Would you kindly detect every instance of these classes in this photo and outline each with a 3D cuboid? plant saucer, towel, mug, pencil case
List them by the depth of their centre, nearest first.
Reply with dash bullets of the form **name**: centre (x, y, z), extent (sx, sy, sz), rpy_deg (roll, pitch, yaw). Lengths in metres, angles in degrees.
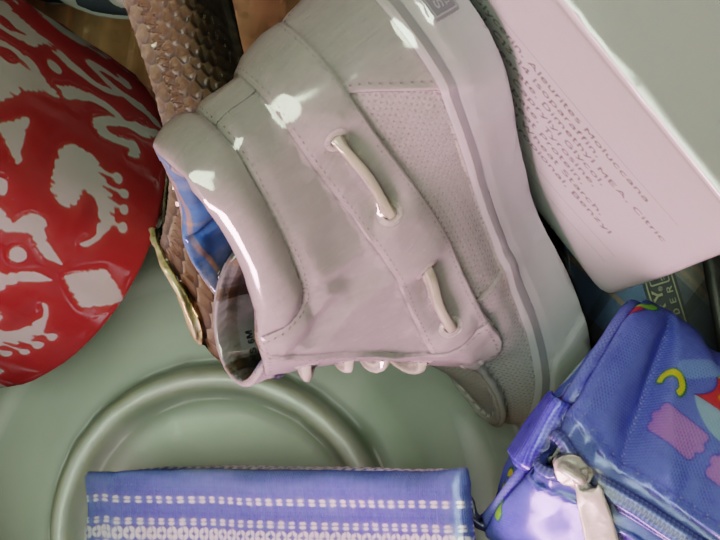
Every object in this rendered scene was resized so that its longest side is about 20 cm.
- **pencil case**: centre (0.124, 0.089, 0.768), extent (0.200, 0.087, 0.078), rpy_deg (36, 109, 14)
- **towel**: centre (-0.028, 0.155, 0.805), extent (0.144, 0.024, 0.202), rpy_deg (-3, 85, 40)
- **mug**: centre (-0.164, -0.066, 0.819), extent (0.133, 0.200, 0.178), rpy_deg (-37, 47, 26)
- **plant saucer**: centre (-0.039, 0.081, 0.885), extent (0.199, 0.050, 0.202), rpy_deg (1, 95, 10)

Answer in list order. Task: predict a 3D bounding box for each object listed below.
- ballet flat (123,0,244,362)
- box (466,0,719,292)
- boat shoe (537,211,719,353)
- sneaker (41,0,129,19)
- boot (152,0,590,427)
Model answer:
- **ballet flat**: centre (-0.057, -0.065, 0.799), extent (0.046, 0.067, 0.201), rpy_deg (-11, 113, -7)
- **box**: centre (0.094, -0.134, 0.765), extent (0.199, 0.131, 0.200), rpy_deg (-39, 92, -12)
- **boat shoe**: centre (0.069, -0.030, 0.848), extent (0.069, 0.066, 0.201), rpy_deg (-17, 92, 11)
- **sneaker**: centre (-0.136, -0.151, 0.837), extent (0.129, 0.199, 0.080), rpy_deg (-4, 52, 38)
- **boot**: centre (0.000, 0.000, 0.787), extent (0.095, 0.200, 0.074), rpy_deg (-36, 52, -11)
